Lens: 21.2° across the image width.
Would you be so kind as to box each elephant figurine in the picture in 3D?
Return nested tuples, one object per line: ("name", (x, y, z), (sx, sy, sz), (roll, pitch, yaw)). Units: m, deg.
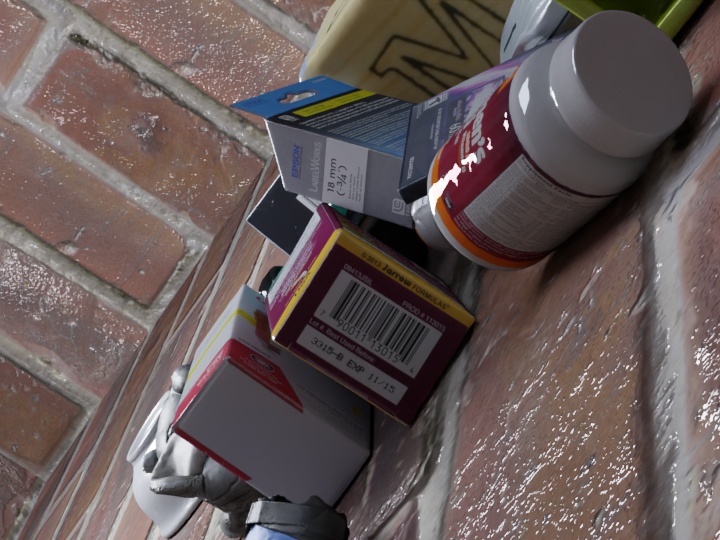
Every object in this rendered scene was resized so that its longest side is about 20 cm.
("elephant figurine", (-0.132, 0.182, 1.810), (0.201, 0.140, 0.157), (-104, 17, -57))

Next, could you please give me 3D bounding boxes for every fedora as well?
("fedora", (0.000, 0.000, 1.779), (0.201, 0.091, 0.201), (-52, 7, 9))

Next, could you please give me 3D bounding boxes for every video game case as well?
("video game case", (0.123, -0.132, 1.502), (0.199, 0.019, 0.143), (-26, 25, 20))

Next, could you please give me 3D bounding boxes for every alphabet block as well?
("alphabet block", (0.083, -0.232, 1.807), (0.200, 0.195, 0.196), (-52, 11, 29))

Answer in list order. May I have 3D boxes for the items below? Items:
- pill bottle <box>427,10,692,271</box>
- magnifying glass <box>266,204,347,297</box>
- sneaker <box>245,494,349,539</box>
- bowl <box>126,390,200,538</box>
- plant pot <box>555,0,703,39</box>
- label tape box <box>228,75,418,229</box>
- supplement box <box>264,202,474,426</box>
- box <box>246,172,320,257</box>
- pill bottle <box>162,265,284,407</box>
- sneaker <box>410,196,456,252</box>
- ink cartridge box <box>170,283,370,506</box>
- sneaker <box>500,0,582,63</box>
("pill bottle", (0.133, -0.086, 1.295), (0.200, 0.109, 0.110), (-45, 15, 55))
("magnifying glass", (-0.029, -0.044, 1.712), (0.080, 0.022, 0.201), (-43, 11, 50))
("sneaker", (-0.072, 0.228, 1.413), (0.200, 0.076, 0.112), (-38, 26, 53))
("bowl", (-0.212, 0.204, 2.250), (0.202, 0.090, 0.201), (-55, 10, 14))
("plant pot", (0.201, -0.305, 1.436), (0.200, 0.199, 0.182), (-54, 2, 22))
("label tape box", (0.005, -0.105, 1.655), (0.144, 0.199, 0.064), (-24, -55, -52))
("supplement box", (0.002, 0.031, 1.541), (0.104, 0.130, 0.200), (-57, 8, 5))
("box", (-0.016, -0.131, 2.236), (0.200, 0.104, 0.182), (-50, 3, 38))
("pill bottle", (-0.112, 0.099, 1.991), (0.201, 0.111, 0.112), (-54, 9, 18))
("sneaker", (0.127, -0.096, 1.551), (0.092, 0.076, 0.201), (-4, 48, 52))
("ink cartridge box", (-0.069, 0.107, 1.611), (0.084, 0.145, 0.200), (-54, 9, 14))
("sneaker", (0.168, -0.217, 1.607), (0.200, 0.070, 0.074), (117, 153, -75))
